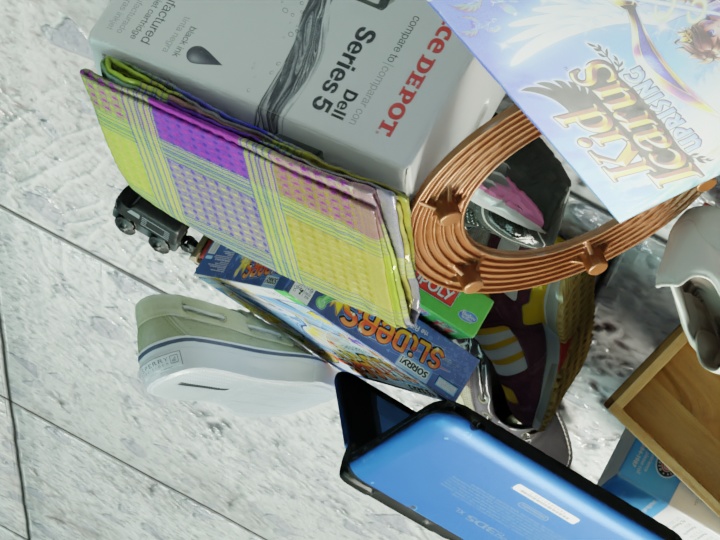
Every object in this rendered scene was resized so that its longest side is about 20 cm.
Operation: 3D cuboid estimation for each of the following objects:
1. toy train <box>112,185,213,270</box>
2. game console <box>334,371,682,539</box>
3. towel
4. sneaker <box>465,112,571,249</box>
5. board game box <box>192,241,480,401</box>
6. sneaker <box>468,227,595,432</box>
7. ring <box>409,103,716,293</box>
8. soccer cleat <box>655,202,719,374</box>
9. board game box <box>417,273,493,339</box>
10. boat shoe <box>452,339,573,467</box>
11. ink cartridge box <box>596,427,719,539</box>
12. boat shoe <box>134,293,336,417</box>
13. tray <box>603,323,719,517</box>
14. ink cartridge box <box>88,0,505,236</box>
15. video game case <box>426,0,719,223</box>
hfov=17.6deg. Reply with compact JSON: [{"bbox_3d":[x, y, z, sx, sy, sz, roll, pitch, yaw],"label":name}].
[{"bbox_3d":[-0.086,-0.005,1.647,0.200,0.034,0.046,29,148,5],"label":"toy train"},{"bbox_3d":[0.093,0.124,1.514,0.200,0.118,0.171,31,141,-20],"label":"game console"},{"bbox_3d":[-0.055,-0.042,1.281,0.200,0.023,0.144,25,157,20],"label":"towel"},{"bbox_3d":[0.038,-0.058,1.419,0.200,0.080,0.086,31,129,26],"label":"sneaker"},{"bbox_3d":[-0.020,0.029,1.513,0.135,0.034,0.200,33,172,-18],"label":"board game box"},{"bbox_3d":[0.104,0.031,1.562,0.090,0.075,0.200,23,147,16],"label":"sneaker"},{"bbox_3d":[0.119,-0.044,1.273,0.200,0.200,0.019,80,168,-61],"label":"ring"},{"bbox_3d":[0.237,0.047,1.378,0.069,0.078,0.200,-3,133,52],"label":"soccer cleat"},{"bbox_3d":[0.000,0.000,1.497,0.134,0.029,0.200,31,172,-9],"label":"board game box"},{"bbox_3d":[0.109,0.094,1.682,0.065,0.072,0.200,14,147,44],"label":"boat shoe"},{"bbox_3d":[0.269,0.146,1.536,0.200,0.116,0.068,31,158,0],"label":"ink cartridge box"},{"bbox_3d":[-0.078,0.055,1.550,0.072,0.062,0.200,-21,161,24],"label":"boat shoe"},{"bbox_3d":[0.259,0.119,1.463,0.200,0.099,0.037,44,-178,-2],"label":"tray"},{"bbox_3d":[-0.026,-0.126,1.297,0.200,0.146,0.084,23,155,15],"label":"ink cartridge box"},{"bbox_3d":[0.146,-0.131,1.108,0.181,0.045,0.200,-26,126,28],"label":"video game case"}]
